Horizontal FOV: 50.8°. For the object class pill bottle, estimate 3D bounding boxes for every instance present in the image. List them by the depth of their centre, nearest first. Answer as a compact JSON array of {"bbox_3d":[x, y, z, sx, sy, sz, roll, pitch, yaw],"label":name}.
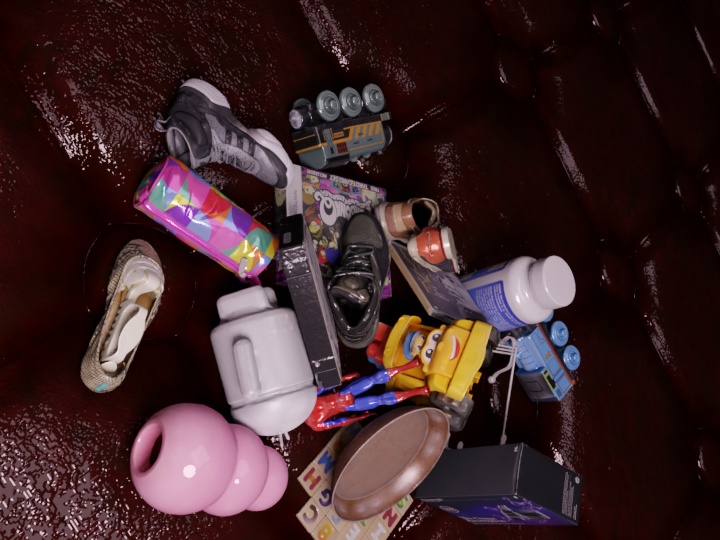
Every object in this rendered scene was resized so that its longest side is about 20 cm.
[{"bbox_3d":[0.249,0.041,1.256,0.112,0.200,0.112,14,68,-37],"label":"pill bottle"}]

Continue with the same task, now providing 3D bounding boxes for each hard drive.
[{"bbox_3d":[-0.065,0.038,1.000,0.140,0.038,0.200,-103,180,-70],"label":"hard drive"}]

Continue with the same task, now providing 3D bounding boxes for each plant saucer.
[{"bbox_3d":[0.035,0.257,1.034,0.200,0.201,0.034,-4,36,-42],"label":"plant saucer"}]

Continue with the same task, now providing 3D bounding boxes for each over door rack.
[{"bbox_3d":[0.189,0.201,1.246,0.147,0.067,0.201,12,75,-36],"label":"over door rack"}]

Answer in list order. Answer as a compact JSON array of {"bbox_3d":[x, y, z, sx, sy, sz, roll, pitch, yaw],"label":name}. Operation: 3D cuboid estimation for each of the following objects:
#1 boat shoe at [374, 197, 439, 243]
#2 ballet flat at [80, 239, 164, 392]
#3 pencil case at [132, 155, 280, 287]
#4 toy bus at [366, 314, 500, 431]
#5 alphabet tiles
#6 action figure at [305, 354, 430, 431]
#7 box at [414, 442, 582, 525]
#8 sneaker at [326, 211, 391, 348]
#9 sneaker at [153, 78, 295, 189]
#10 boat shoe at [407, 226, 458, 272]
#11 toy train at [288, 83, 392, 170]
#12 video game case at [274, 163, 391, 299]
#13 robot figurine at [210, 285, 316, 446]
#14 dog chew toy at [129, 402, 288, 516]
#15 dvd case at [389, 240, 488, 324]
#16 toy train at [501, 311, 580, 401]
[{"bbox_3d":[0.093,-0.082,1.223,0.200,0.072,0.076,-17,96,-63],"label":"boat shoe"},{"bbox_3d":[-0.268,0.046,0.891,0.068,0.075,0.200,29,58,-30],"label":"ballet flat"},{"bbox_3d":[-0.196,-0.061,0.985,0.200,0.088,0.089,38,55,-23],"label":"pencil case"},{"bbox_3d":[0.089,0.124,1.095,0.192,0.200,0.136,24,70,10],"label":"toy bus"},{"bbox_3d":[-0.003,0.312,1.079,0.200,0.006,0.167,-43,105,-40],"label":"alphabet tiles"},{"bbox_3d":[-0.008,0.170,1.012,0.052,0.200,0.066,-1,73,-79],"label":"action figure"},{"bbox_3d":[0.201,0.320,1.122,0.141,0.200,0.079,34,56,-27],"label":"box"},{"bbox_3d":[0.000,0.000,1.065,0.076,0.114,0.200,7,72,5],"label":"sneaker"},{"bbox_3d":[-0.188,-0.158,1.033,0.200,0.075,0.114,41,53,-16],"label":"sneaker"},{"bbox_3d":[0.117,-0.030,1.191,0.200,0.062,0.071,21,57,-78],"label":"boat shoe"},{"bbox_3d":[-0.027,-0.225,1.192,0.200,0.085,0.114,-22,103,-45],"label":"toy train"},{"bbox_3d":[-0.040,-0.055,1.149,0.200,0.036,0.182,11,71,-38],"label":"video game case"},{"bbox_3d":[-0.122,0.122,0.964,0.170,0.113,0.200,7,66,-77],"label":"robot figurine"},{"bbox_3d":[-0.167,0.232,0.894,0.200,0.124,0.125,30,58,-40],"label":"dog chew toy"},{"bbox_3d":[0.126,0.029,1.197,0.149,0.016,0.200,24,22,-33],"label":"dvd case"},{"bbox_3d":[0.317,0.136,1.363,0.114,0.087,0.200,-40,105,-35],"label":"toy train"}]
